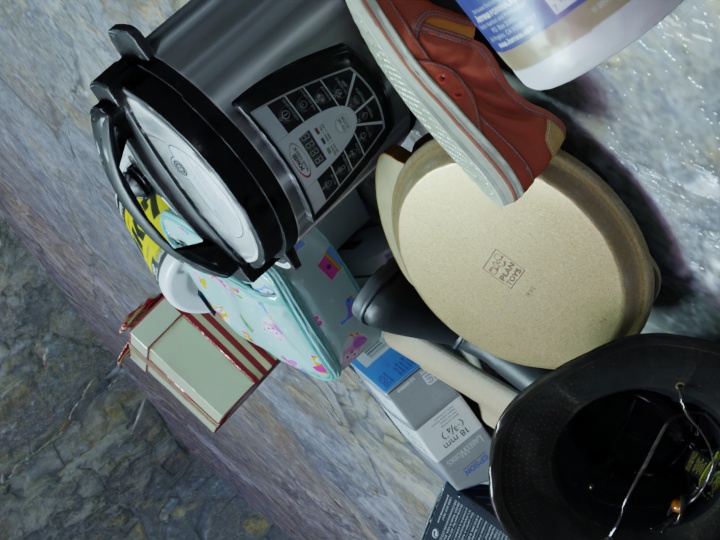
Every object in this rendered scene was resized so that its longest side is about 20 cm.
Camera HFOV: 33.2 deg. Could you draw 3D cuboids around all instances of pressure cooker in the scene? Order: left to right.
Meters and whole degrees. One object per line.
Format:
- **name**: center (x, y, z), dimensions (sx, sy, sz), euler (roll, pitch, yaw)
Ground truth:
- **pressure cooker**: center (-0.079, -0.098, 0.825), dimensions (0.176, 0.200, 0.179), euler (43, 162, 12)

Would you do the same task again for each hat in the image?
- **hat**: center (0.177, 0.108, 0.794), dimensions (0.201, 0.200, 0.081), euler (53, -169, -24)

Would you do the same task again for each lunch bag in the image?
- **lunch bag**: center (-0.085, 0.002, 1.037), dimensions (0.200, 0.077, 0.161), euler (23, 153, 47)

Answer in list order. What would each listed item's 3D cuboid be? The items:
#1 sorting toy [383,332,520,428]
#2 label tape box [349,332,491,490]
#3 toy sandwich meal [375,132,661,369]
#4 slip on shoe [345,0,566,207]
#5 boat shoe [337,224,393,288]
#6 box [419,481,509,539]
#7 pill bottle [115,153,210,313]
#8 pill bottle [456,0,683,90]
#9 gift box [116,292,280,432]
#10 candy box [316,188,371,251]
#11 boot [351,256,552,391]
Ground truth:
- **sorting toy**: center (0.131, 0.119, 1.047), dimensions (0.185, 0.037, 0.200), euler (29, 172, 43)
- **label tape box**: center (0.077, 0.158, 1.234), dimensions (0.200, 0.063, 0.144), euler (54, 172, -21)
- **toy sandwich meal**: center (0.104, -0.021, 0.791), dimensions (0.205, 0.070, 0.206), euler (22, 136, 23)
- **slip on shoe**: center (0.048, -0.126, 0.713), dimensions (0.200, 0.061, 0.074), euler (53, 180, 24)
- **boat shoe**: center (0.000, 0.000, 1.095), dimensions (0.070, 0.071, 0.200), euler (55, 155, -19)
- **box**: center (0.176, 0.300, 1.192), dimensions (0.148, 0.105, 0.200), euler (13, -169, -43)
- **pill bottle**: center (-0.185, -0.061, 1.247), dimensions (0.200, 0.114, 0.114), euler (55, 172, 38)
- **pill bottle**: center (0.051, -0.181, 0.481), dimensions (0.200, 0.111, 0.111), euler (50, 163, -11)
- **gift box**: center (-0.209, 0.095, 1.599), dimensions (0.187, 0.185, 0.200), euler (43, 157, 1)
- **candy box**: center (-0.104, -0.114, 1.068), dimensions (0.200, 0.072, 0.168), euler (29, 156, 42)
- **boot**: center (0.109, 0.067, 0.892), dimensions (0.200, 0.066, 0.165), euler (41, -156, 26)
